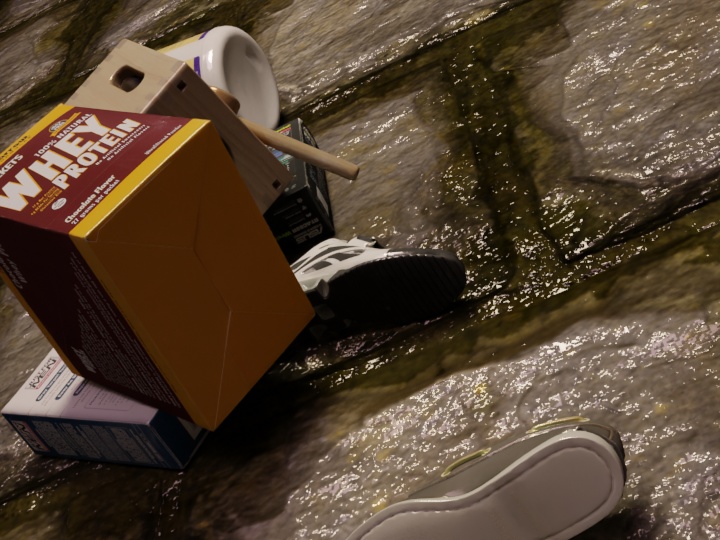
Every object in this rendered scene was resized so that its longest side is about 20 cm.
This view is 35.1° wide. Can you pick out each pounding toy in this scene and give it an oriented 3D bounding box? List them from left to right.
[{"bbox_3d":[-0.142,-0.117,1.055,0.142,0.184,0.200,-50,36,-8],"label":"pounding toy"}]

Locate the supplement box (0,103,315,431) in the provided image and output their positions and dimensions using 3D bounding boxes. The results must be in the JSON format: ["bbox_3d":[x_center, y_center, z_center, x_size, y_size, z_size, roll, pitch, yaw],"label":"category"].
[{"bbox_3d":[-0.180,-0.009,0.900,0.199,0.198,0.133,12,50,43],"label":"supplement box"}]

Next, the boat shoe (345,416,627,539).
[{"bbox_3d":[0.074,0.152,0.705,0.201,0.072,0.060,-31,1,21],"label":"boat shoe"}]

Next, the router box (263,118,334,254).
[{"bbox_3d":[-0.130,-0.059,1.171,0.199,0.062,0.150,-25,33,10],"label":"router box"}]

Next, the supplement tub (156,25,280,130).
[{"bbox_3d":[-0.211,-0.192,1.346,0.199,0.146,0.146,-14,35,26],"label":"supplement tub"}]

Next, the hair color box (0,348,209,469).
[{"bbox_3d":[-0.213,0.113,1.004,0.199,0.061,0.100,-2,41,37],"label":"hair color box"}]

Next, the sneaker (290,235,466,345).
[{"bbox_3d":[0.000,0.000,0.968,0.198,0.074,0.089,-12,38,27],"label":"sneaker"}]
